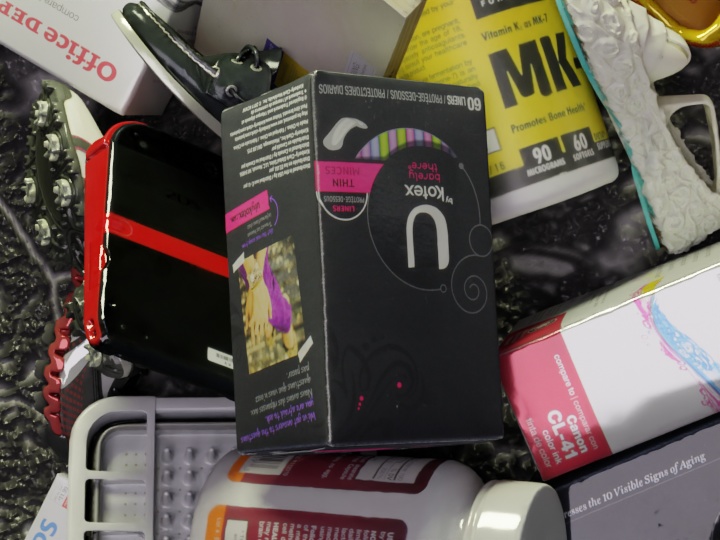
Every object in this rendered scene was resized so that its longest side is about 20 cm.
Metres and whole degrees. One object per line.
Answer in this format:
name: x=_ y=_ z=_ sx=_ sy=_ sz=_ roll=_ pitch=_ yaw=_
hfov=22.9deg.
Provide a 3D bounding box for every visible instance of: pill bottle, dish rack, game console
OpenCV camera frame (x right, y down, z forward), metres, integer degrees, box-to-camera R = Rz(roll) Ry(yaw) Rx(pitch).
pill bottle: x=0.075 y=-0.133 z=1.084 sx=0.113 sy=0.114 sz=0.202 roll=-19 pitch=91 yaw=13
dish rack: x=-0.087 y=0.168 z=1.139 sx=0.197 sy=0.044 sz=0.173 roll=0 pitch=66 yaw=-5
pill bottle: x=0.012 y=0.164 z=1.027 sx=0.198 sy=0.114 sz=0.116 roll=2 pitch=96 yaw=25
game console: x=-0.077 y=0.006 z=1.074 sx=0.199 sy=0.178 sz=0.031 roll=22 pitch=136 yaw=-29

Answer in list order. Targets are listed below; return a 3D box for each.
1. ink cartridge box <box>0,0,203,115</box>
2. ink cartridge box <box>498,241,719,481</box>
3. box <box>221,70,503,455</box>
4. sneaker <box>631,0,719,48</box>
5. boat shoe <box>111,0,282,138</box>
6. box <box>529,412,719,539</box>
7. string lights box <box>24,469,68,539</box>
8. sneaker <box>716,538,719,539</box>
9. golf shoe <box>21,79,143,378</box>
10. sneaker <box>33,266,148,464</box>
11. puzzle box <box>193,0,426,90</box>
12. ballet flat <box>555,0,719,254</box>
ink cartridge box: x=-0.155 y=-0.220 z=1.142 sx=0.144 sy=0.084 sz=0.201 roll=30 pitch=101 yaw=8
ink cartridge box: x=0.189 y=0.040 z=1.058 sx=0.198 sy=0.148 sz=0.086 roll=-21 pitch=91 yaw=14
box: x=0.000 y=0.000 z=1.003 sx=0.106 sy=0.121 sz=0.203 roll=-12 pitch=80 yaw=56
sneaker: x=0.157 y=-0.215 z=1.079 sx=0.200 sy=0.077 sz=0.073 roll=40 pitch=101 yaw=7
boat shoe: x=-0.062 y=-0.103 z=1.083 sx=0.199 sy=0.075 sz=0.066 roll=44 pitch=95 yaw=-6
box: x=0.227 y=0.180 z=1.074 sx=0.198 sy=0.124 sz=0.198 roll=-24 pitch=91 yaw=14
string lights box: x=-0.132 y=0.225 z=1.189 sx=0.199 sy=0.059 sz=0.104 roll=29 pitch=97 yaw=8
sneaker: x=0.214 y=0.203 z=0.981 sx=0.079 sy=0.074 sz=0.201 roll=28 pitch=101 yaw=7
golf shoe: x=-0.153 y=-0.029 z=1.111 sx=0.077 sy=0.087 sz=0.202 roll=-48 pitch=58 yaw=51
sneaker: x=-0.154 y=0.038 z=1.172 sx=0.097 sy=0.071 sz=0.203 roll=15 pitch=97 yaw=13
puzzle box: x=-0.036 y=-0.149 z=1.078 sx=0.133 sy=0.200 sz=0.025 roll=39 pitch=65 yaw=6
ballet flat: x=0.176 y=-0.104 z=1.070 sx=0.071 sy=0.072 sz=0.201 roll=-20 pitch=116 yaw=13
